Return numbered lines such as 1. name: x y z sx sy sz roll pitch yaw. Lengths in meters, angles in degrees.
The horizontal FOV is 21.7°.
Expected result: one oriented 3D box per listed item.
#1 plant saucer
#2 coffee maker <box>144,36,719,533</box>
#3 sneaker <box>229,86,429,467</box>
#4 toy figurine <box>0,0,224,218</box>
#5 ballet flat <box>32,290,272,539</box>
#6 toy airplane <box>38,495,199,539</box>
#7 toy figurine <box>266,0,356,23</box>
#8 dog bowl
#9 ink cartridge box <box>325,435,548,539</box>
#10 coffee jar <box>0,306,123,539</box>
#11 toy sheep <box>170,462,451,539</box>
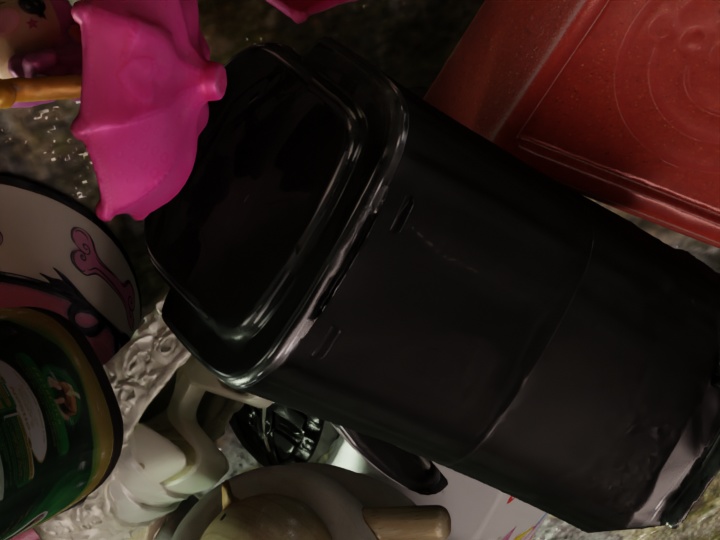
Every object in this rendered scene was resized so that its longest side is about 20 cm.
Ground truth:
1. plant saucer: 0.153 -0.089 0.744 0.198 0.037 0.201 19 126 -20
2. coffee maker: 0.045 0.008 0.680 0.199 0.136 0.191 25 166 -37
3. sneaker: 0.000 0.000 0.856 0.079 0.074 0.201 -22 145 -49
4. toy figurine: -0.143 -0.066 0.630 0.182 0.200 0.152 -4 109 -28
5. ballet flat: -0.069 0.048 0.783 0.072 0.072 0.201 29 97 -41
6. toy airplane: -0.114 0.193 0.913 0.140 0.201 0.200 3 161 -18
7. toy figurine: -0.005 -0.154 0.616 0.151 0.199 0.184 -55 157 -18
8. dog bowl: -0.188 0.053 0.823 0.198 0.074 0.201 -12 139 -10
9. ink cartridge box: 0.039 0.111 0.922 0.144 0.084 0.201 -34 156 -47
10. coffee jar: -0.156 0.064 0.663 0.104 0.086 0.200 -25 177 9
11. toy sheep: -0.015 0.147 0.795 0.137 0.139 0.200 -23 145 3
